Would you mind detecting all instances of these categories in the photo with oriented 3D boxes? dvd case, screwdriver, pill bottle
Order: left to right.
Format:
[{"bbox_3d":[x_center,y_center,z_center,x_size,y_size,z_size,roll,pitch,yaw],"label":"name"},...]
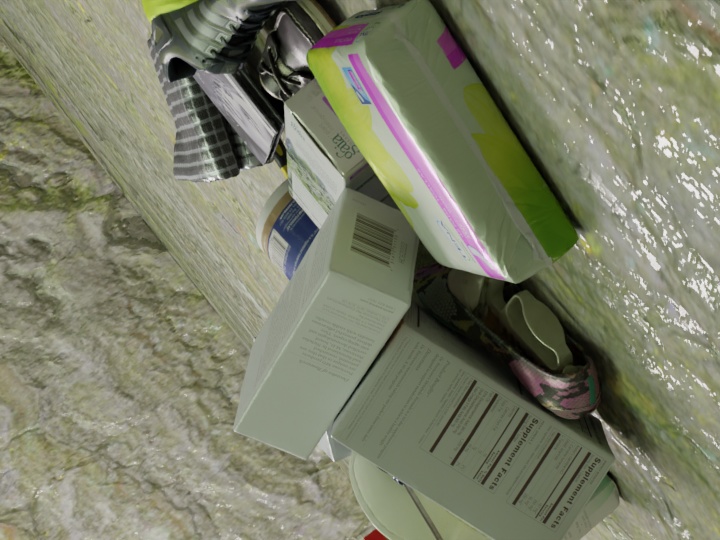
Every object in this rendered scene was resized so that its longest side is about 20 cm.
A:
[{"bbox_3d":[-0.123,-0.168,1.459,0.149,0.016,0.200,52,172,-1],"label":"dvd case"},{"bbox_3d":[0.000,0.000,1.538,0.200,0.111,0.111,46,168,28],"label":"pill bottle"},{"bbox_3d":[0.046,0.183,1.339,0.028,0.029,0.200,16,-157,-38],"label":"screwdriver"}]

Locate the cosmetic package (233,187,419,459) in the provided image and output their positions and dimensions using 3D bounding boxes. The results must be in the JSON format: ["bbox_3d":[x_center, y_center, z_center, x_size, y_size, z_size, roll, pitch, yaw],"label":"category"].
[{"bbox_3d":[-0.027,0.045,1.300,0.071,0.102,0.201,23,131,-11],"label":"cosmetic package"}]

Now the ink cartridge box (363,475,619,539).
[{"bbox_3d":[0.114,0.218,1.502,0.161,0.199,0.050,43,166,43],"label":"ink cartridge box"}]

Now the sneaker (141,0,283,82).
[{"bbox_3d":[-0.097,-0.196,1.277,0.199,0.073,0.082,-5,94,52],"label":"sneaker"}]

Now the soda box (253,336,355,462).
[{"bbox_3d":[-0.035,0.105,1.514,0.200,0.067,0.064,-146,40,-65],"label":"soda box"}]

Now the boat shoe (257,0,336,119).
[{"bbox_3d":[-0.052,-0.167,1.354,0.072,0.065,0.200,52,170,6],"label":"boat shoe"}]

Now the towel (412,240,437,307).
[{"bbox_3d":[0.052,0.059,1.428,0.201,0.148,0.036,55,149,-12],"label":"towel"}]

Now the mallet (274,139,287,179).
[{"bbox_3d":[-0.082,-0.098,1.716,0.201,0.066,0.041,53,171,6],"label":"mallet"}]

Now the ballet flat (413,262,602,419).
[{"bbox_3d":[0.117,0.036,1.292,0.200,0.069,0.072,43,148,34],"label":"ballet flat"}]

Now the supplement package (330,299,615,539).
[{"bbox_3d":[0.089,0.128,1.318,0.199,0.110,0.114,32,-170,-3],"label":"supplement package"}]

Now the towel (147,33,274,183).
[{"bbox_3d":[-0.162,-0.173,1.679,0.200,0.085,0.167,-170,61,-76],"label":"towel"}]

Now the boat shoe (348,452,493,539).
[{"bbox_3d":[0.069,0.210,1.381,0.201,0.072,0.060,38,-172,37],"label":"boat shoe"}]

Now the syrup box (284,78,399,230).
[{"bbox_3d":[-0.009,-0.094,1.357,0.079,0.081,0.200,49,167,13],"label":"syrup box"}]

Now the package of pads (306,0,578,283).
[{"bbox_3d":[0.051,-0.088,1.141,0.201,0.068,0.154,57,169,-14],"label":"package of pads"}]
